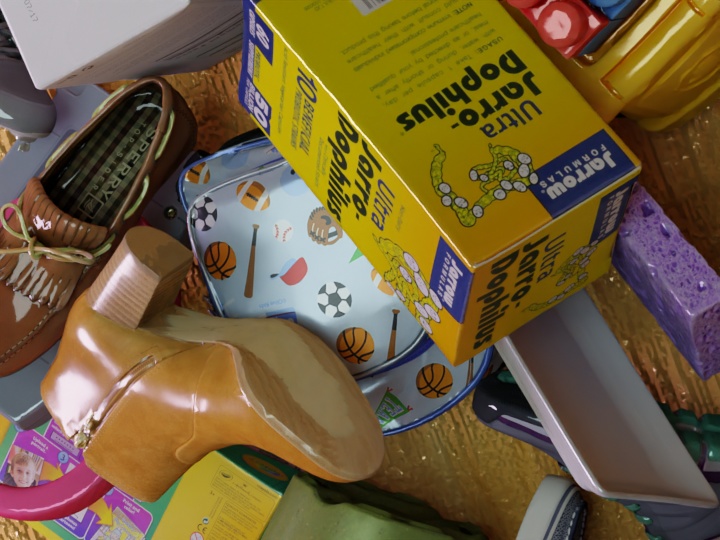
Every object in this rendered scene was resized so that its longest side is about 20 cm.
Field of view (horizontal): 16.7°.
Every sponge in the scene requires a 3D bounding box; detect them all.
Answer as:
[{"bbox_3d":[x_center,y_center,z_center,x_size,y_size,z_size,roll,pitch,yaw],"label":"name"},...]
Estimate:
[{"bbox_3d":[0.135,-0.037,1.331,0.030,0.112,0.200,-35,66,-1],"label":"sponge"}]

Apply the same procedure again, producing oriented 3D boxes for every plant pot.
[{"bbox_3d":[-0.009,0.224,1.430,0.200,0.200,0.190,20,92,21],"label":"plant pot"}]

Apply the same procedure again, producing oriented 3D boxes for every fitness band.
[{"bbox_3d":[-0.185,0.048,1.452,0.143,0.037,0.200,14,79,14],"label":"fitness band"}]

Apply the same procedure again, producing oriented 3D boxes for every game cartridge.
[{"bbox_3d":[-0.183,-0.008,1.503,0.133,0.042,0.200,35,83,13],"label":"game cartridge"}]

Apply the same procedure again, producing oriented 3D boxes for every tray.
[{"bbox_3d":[0.108,0.050,1.309,0.022,0.107,0.200,-48,54,27],"label":"tray"}]

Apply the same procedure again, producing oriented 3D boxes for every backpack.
[{"bbox_3d":[0.000,0.000,1.406,0.200,0.154,0.191,-18,100,22],"label":"backpack"}]

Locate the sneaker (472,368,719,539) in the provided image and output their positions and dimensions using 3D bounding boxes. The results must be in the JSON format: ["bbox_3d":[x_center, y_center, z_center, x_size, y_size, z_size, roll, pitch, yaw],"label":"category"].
[{"bbox_3d":[0.153,0.118,1.367,0.200,0.074,0.088,15,113,2],"label":"sneaker"}]

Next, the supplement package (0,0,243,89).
[{"bbox_3d":[-0.114,-0.180,1.397,0.109,0.200,0.114,-26,87,25],"label":"supplement package"}]

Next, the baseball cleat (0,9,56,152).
[{"bbox_3d":[-0.245,-0.163,1.513,0.200,0.070,0.107,38,110,31],"label":"baseball cleat"}]

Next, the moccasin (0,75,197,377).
[{"bbox_3d":[-0.168,-0.026,1.411,0.074,0.078,0.201,41,84,15],"label":"moccasin"}]

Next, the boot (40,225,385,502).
[{"bbox_3d":[-0.085,0.083,1.350,0.201,0.071,0.144,41,129,17],"label":"boot"}]

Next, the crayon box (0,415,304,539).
[{"bbox_3d":[-0.138,0.129,1.529,0.200,0.058,0.119,33,109,17],"label":"crayon box"}]

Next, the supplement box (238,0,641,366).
[{"bbox_3d":[0.036,-0.072,1.263,0.109,0.109,0.200,-31,67,-19],"label":"supplement box"}]

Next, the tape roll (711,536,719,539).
[{"bbox_3d":[0.143,0.193,1.278,0.200,0.200,0.066,-26,79,25],"label":"tape roll"}]

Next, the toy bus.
[{"bbox_3d":[0.114,-0.173,1.302,0.136,0.192,0.200,-46,76,24],"label":"toy bus"}]

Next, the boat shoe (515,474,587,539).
[{"bbox_3d":[0.123,0.224,1.406,0.093,0.075,0.200,13,89,17],"label":"boat shoe"}]
